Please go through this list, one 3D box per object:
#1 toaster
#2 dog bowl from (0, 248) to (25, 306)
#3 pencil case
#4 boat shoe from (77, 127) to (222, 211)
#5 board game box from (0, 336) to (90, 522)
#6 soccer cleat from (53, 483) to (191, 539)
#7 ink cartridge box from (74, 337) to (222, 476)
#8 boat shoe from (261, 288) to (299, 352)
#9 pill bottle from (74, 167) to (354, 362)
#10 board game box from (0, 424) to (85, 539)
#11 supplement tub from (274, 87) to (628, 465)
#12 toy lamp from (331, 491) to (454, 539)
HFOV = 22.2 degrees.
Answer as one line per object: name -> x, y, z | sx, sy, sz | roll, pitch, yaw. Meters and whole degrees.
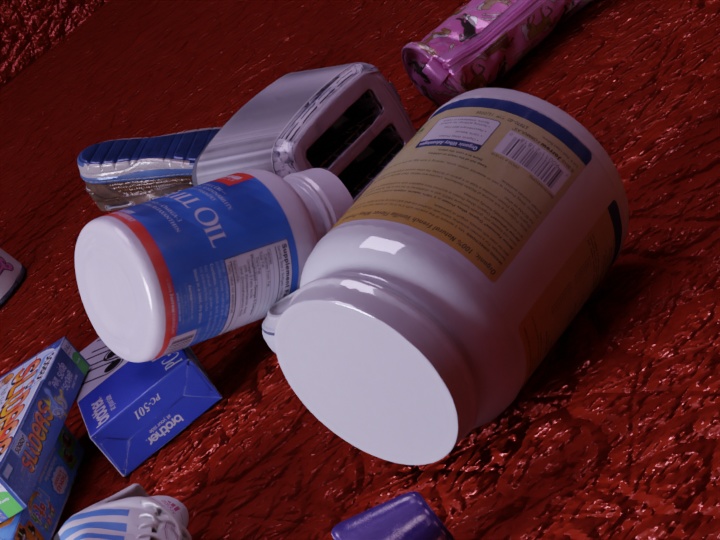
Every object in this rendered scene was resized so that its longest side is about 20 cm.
toaster -> -0.046, -0.093, 1.535 | 0.129, 0.114, 0.200 | -9, 29, 49
dog bowl -> -0.475, 0.031, 2.046 | 0.200, 0.074, 0.200 | -31, 19, 12
pencil case -> 0.127, -0.217, 1.587 | 0.200, 0.087, 0.083 | -40, 50, -13
boat shoe -> -0.176, -0.093, 1.812 | 0.200, 0.072, 0.072 | 0, 34, 17
board game box -> -0.285, 0.141, 1.383 | 0.135, 0.034, 0.200 | -32, 19, 19
soccer cleat -> -0.135, 0.173, 1.108 | 0.086, 0.070, 0.200 | -40, 19, -11
ink cartridge box -> -0.172, 0.086, 1.426 | 0.094, 0.044, 0.200 | -39, 19, -3
boat shoe -> 0.000, 0.000, 1.299 | 0.200, 0.065, 0.074 | -24, 22, 32
pill bottle -> -0.102, -0.013, 1.374 | 0.200, 0.112, 0.112 | -21, 8, -35
board game box -> -0.289, 0.206, 1.348 | 0.151, 0.037, 0.200 | -30, 19, 17
supplement tub -> 0.054, 0.003, 1.075 | 0.144, 0.144, 0.200 | -14, 28, 49
toy lamp -> -0.039, 0.186, 0.935 | 0.200, 0.058, 0.058 | -37, 18, -1
